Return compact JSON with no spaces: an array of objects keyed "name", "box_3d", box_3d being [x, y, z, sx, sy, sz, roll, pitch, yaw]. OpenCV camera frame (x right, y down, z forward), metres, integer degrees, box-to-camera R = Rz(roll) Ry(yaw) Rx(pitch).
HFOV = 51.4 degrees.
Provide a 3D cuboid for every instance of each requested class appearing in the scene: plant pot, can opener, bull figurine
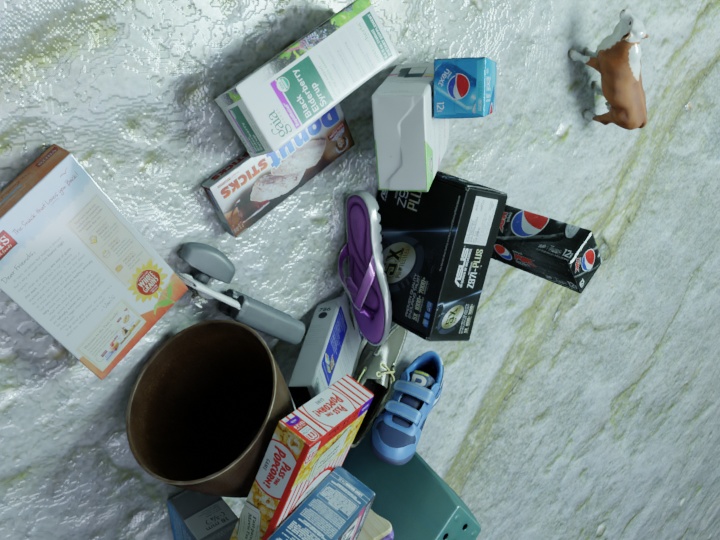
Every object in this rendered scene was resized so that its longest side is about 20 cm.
[{"name":"plant pot","box_3d":[-0.148,0.191,0.898,0.188,0.185,0.201,-49,146,-14]},{"name":"plant pot","box_3d":[0.070,0.352,1.115,0.142,0.198,0.142,-50,131,-11]},{"name":"can opener","box_3d":[-0.140,0.035,0.908,0.199,0.052,0.068,36,83,-43]},{"name":"bull figurine","box_3d":[0.403,-0.313,1.189,0.065,0.120,0.203,-39,128,-21]}]

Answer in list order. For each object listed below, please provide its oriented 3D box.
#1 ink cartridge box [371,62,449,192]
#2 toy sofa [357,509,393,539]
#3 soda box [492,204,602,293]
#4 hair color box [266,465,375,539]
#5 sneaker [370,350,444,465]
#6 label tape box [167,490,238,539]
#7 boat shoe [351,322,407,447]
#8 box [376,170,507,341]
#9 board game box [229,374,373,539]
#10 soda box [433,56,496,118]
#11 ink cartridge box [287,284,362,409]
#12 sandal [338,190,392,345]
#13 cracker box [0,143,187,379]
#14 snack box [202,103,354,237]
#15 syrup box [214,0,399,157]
[{"name":"ink cartridge box","box_3d":[0.069,-0.191,0.951,0.201,0.065,0.120,-62,150,-60]},{"name":"toy sofa","box_3d":[-0.031,0.354,1.029,0.096,0.199,0.085,-29,124,-21]},{"name":"soda box","box_3d":[0.257,-0.040,1.118,0.064,0.198,0.071,-49,131,-15]},{"name":"hair color box","box_3d":[-0.066,0.316,0.820,0.199,0.060,0.102,-34,148,-52]},{"name":"sneaker","box_3d":[0.071,0.195,1.097,0.201,0.072,0.084,-55,163,-49]},{"name":"label tape box","box_3d":[-0.163,0.379,0.924,0.062,0.198,0.148,-20,120,-31]},{"name":"boat shoe","box_3d":[0.018,0.159,1.087,0.072,0.060,0.205,35,84,-43]},{"name":"box","box_3d":[0.089,-0.029,1.004,0.085,0.162,0.206,4,106,-40]},{"name":"board game box","box_3d":[-0.070,0.234,0.853,0.151,0.046,0.204,-24,141,-60]},{"name":"soda box","box_3d":[0.137,-0.233,0.955,0.200,0.062,0.070,-43,133,-70]},{"name":"ink cartridge box","box_3d":[-0.043,0.119,0.991,0.202,0.038,0.101,-70,150,-53]},{"name":"sandal","box_3d":[-0.004,0.000,0.994,0.049,0.082,0.209,-12,100,-34]},{"name":"cracker box","box_3d":[-0.287,-0.005,0.763,0.134,0.057,0.202,-47,132,-17]},{"name":"snack box","box_3d":[-0.094,-0.129,0.901,0.199,0.024,0.073,-41,127,-21]},{"name":"syrup box","box_3d":[-0.060,-0.218,0.847,0.199,0.081,0.080,-41,110,-21]}]
